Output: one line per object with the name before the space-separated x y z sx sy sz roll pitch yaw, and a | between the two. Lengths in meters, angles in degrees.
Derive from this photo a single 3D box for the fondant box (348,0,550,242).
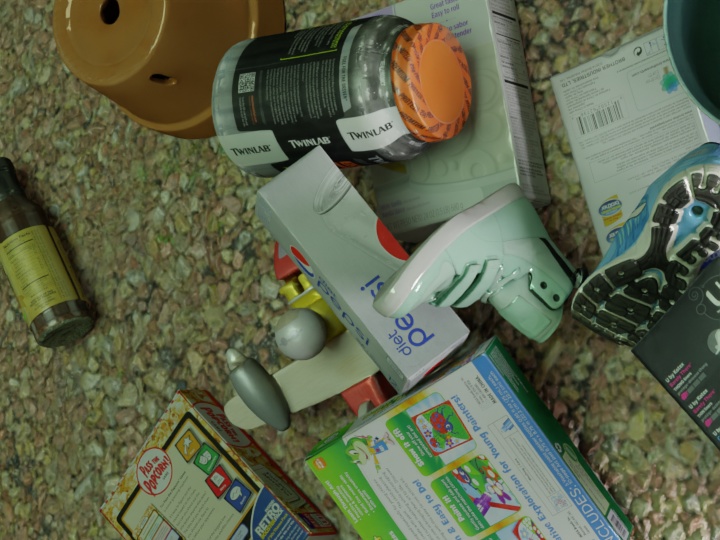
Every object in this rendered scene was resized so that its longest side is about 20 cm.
fondant box | 0.074 -0.138 1.735 0.144 0.058 0.201 -16 76 32

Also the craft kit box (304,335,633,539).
craft kit box | 0.088 0.184 1.658 0.197 0.049 0.200 -33 97 24

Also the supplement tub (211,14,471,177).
supplement tub | -0.016 -0.147 1.688 0.200 0.122 0.123 -5 83 35

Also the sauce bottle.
sauce bottle | -0.327 -0.020 1.988 0.065 0.065 0.200 -37 65 25

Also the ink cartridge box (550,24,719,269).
ink cartridge box | 0.237 -0.087 1.633 0.119 0.042 0.201 -23 72 30

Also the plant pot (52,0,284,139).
plant pot | -0.191 -0.228 1.868 0.200 0.140 0.201 -2 86 34

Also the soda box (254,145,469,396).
soda box | 0.000 0.000 1.633 0.068 0.063 0.200 -36 79 -13

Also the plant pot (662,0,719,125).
plant pot | 0.346 -0.188 1.513 0.200 0.134 0.201 -3 84 32

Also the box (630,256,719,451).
box | 0.322 0.096 1.512 0.106 0.122 0.200 -50 63 20

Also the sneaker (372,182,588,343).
sneaker | 0.101 0.014 1.579 0.118 0.200 0.074 51 134 6

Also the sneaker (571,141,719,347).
sneaker | 0.238 -0.020 1.569 0.078 0.090 0.200 32 128 -6

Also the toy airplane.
toy airplane | -0.021 0.069 1.731 0.199 0.141 0.201 23 98 32

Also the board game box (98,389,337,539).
board game box | -0.134 0.230 1.848 0.200 0.046 0.152 44 110 28
